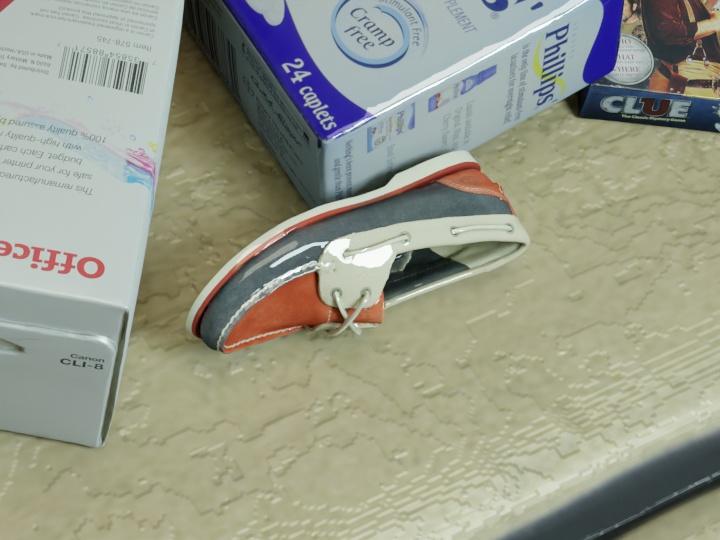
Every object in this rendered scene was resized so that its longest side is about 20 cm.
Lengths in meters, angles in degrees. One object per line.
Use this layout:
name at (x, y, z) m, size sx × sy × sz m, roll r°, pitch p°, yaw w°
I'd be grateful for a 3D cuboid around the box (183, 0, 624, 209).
box at (0.017, -0.158, 1.440) m, size 0.199 × 0.105 × 0.184 m, roll -29°, pitch 67°, yaw -14°

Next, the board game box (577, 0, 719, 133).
board game box at (0.227, -0.143, 1.531) m, size 0.199 × 0.035 × 0.136 m, roll 6°, pitch 56°, yaw -7°

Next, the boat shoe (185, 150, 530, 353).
boat shoe at (0.000, 0.000, 1.379) m, size 0.199 × 0.071 × 0.063 m, roll -26°, pitch 68°, yaw -29°

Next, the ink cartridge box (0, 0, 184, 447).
ink cartridge box at (-0.178, -0.037, 1.319) m, size 0.144 × 0.145 × 0.201 m, roll 11°, pitch 56°, yaw -4°
